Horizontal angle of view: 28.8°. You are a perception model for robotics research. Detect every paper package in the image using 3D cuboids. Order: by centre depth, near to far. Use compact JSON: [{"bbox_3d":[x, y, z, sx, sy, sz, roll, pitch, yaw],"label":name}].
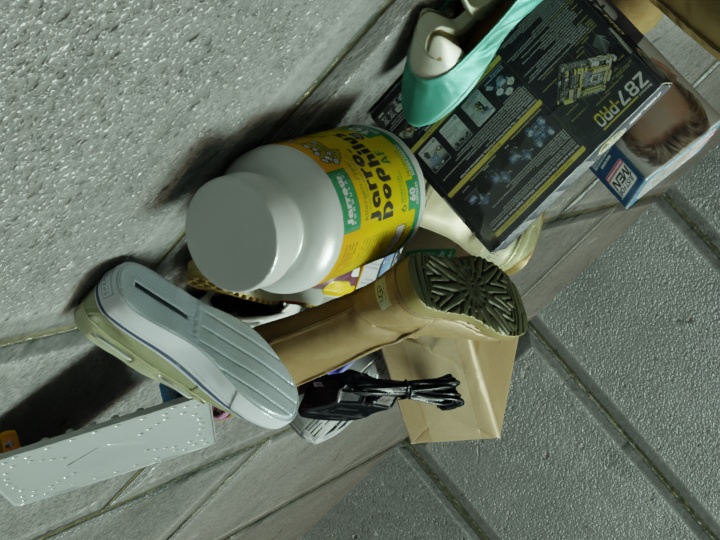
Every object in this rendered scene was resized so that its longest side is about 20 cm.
[{"bbox_3d":[0.098,0.057,1.521,0.103,0.192,0.201,-5,-144,19],"label":"paper package"}]

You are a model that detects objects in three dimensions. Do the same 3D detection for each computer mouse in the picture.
[{"bbox_3d":[0.022,0.122,1.428,0.139,0.046,0.200,6,165,-19],"label":"computer mouse"}]

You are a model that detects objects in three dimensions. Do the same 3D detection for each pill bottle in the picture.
[{"bbox_3d":[-0.042,-0.046,1.072,0.113,0.113,0.200,-48,166,31],"label":"pill bottle"}]

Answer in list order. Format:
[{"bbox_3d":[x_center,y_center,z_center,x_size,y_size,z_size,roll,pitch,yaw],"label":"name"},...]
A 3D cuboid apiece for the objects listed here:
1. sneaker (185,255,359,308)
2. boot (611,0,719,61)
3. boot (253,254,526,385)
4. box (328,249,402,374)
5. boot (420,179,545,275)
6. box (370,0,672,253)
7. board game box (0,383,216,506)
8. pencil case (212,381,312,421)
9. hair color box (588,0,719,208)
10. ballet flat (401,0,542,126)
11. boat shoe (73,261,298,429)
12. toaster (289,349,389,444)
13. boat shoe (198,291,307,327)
[{"bbox_3d":[-0.073,-0.018,1.207,0.199,0.074,0.091,8,93,-55],"label":"sneaker"},{"bbox_3d":[0.286,-0.212,1.195,0.066,0.200,0.175,-41,149,-3],"label":"boot"},{"bbox_3d":[0.015,0.048,1.180,0.199,0.067,0.174,-26,150,36],"label":"boot"},{"bbox_3d":[0.000,0.000,1.344,0.201,0.041,0.119,-68,165,3],"label":"box"},{"bbox_3d":[0.102,-0.114,1.281,0.073,0.154,0.202,-21,-130,63],"label":"boot"},{"bbox_3d":[0.128,-0.140,1.150,0.200,0.161,0.049,-46,167,21],"label":"box"},{"bbox_3d":[-0.229,0.153,1.245,0.198,0.026,0.200,-17,163,-9],"label":"board game box"},{"bbox_3d":[-0.110,0.097,1.423,0.200,0.086,0.083,-11,123,-66],"label":"pencil case"},{"bbox_3d":[0.203,-0.163,1.203,0.100,0.200,0.061,-36,167,-21],"label":"hair color box"},{"bbox_3d":[0.083,-0.197,1.075,0.070,0.068,0.200,17,124,-47],"label":"ballet flat"},{"bbox_3d":[-0.133,0.064,1.095,0.062,0.200,0.072,-30,-146,33],"label":"boat shoe"},{"bbox_3d":[-0.040,0.102,1.563,0.200,0.129,0.113,-45,167,18],"label":"toaster"},{"bbox_3d":[-0.081,0.026,1.298,0.200,0.074,0.065,-29,168,-49],"label":"boat shoe"}]
